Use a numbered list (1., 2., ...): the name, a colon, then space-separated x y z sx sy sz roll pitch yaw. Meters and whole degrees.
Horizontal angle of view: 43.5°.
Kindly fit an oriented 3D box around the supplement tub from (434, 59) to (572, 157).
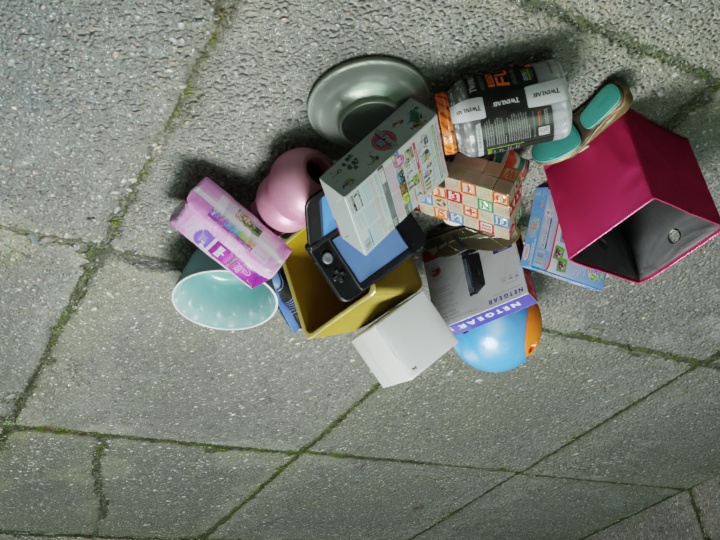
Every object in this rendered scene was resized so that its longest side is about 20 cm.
1. supplement tub: 0.219 -0.247 1.400 0.197 0.124 0.123 -12 147 4

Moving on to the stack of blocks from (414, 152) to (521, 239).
1. stack of blocks: 0.170 -0.136 1.524 0.198 0.059 0.116 19 149 23

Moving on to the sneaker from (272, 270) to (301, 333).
1. sneaker: -0.140 0.043 1.830 0.077 0.070 0.201 -31 140 -9

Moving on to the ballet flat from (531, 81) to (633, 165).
1. ballet flat: 0.378 -0.240 1.513 0.072 0.068 0.200 1 146 -44

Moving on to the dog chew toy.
1. dog chew toy: -0.120 -0.122 1.528 0.123 0.126 0.200 14 149 -31

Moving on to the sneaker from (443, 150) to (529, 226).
1. sneaker: 0.201 -0.159 1.600 0.093 0.071 0.199 35 133 -23

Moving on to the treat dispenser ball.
1. treat dispenser ball: 0.281 0.112 1.891 0.198 0.203 0.202 -6 148 -4

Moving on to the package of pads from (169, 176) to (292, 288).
1. package of pads: -0.224 -0.060 1.541 0.200 0.076 0.120 40 154 -12

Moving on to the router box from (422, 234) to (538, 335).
1. router box: 0.228 0.012 1.748 0.198 0.181 0.049 -25 145 23

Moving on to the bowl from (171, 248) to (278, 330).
1. bowl: -0.253 0.017 1.706 0.198 0.106 0.202 -1 145 -1

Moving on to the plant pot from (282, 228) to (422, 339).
1. plant pot: 0.000 0.000 1.683 0.199 0.197 0.194 4 149 -47

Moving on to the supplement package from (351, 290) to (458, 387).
1. supplement package: 0.078 0.131 1.666 0.117 0.117 0.200 -34 178 -17

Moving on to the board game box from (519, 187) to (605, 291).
1. board game box: 0.399 -0.057 1.715 0.198 0.153 0.036 16 174 -32

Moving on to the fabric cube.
1. fabric cube: 0.471 -0.126 1.573 0.198 0.201 0.196 16 140 -32

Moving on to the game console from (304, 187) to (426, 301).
1. game console: 0.014 -0.077 1.483 0.199 0.177 0.116 -35 -177 -23

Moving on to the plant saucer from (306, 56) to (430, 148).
1. plant saucer: 0.016 -0.247 1.423 0.197 0.051 0.201 -6 148 -4

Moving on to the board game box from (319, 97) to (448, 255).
1. board game box: 0.042 -0.145 1.399 0.200 0.064 0.148 -43 147 -16

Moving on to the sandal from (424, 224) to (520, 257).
1. sandal: 0.212 -0.074 1.732 0.198 0.055 0.082 -15 132 37
